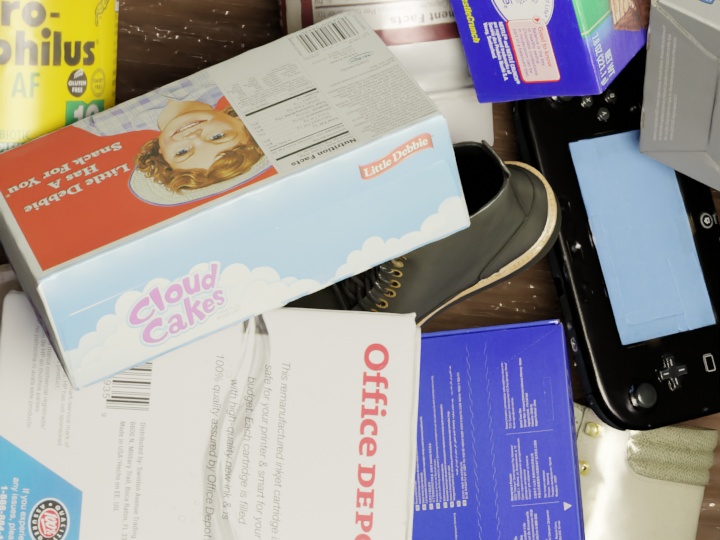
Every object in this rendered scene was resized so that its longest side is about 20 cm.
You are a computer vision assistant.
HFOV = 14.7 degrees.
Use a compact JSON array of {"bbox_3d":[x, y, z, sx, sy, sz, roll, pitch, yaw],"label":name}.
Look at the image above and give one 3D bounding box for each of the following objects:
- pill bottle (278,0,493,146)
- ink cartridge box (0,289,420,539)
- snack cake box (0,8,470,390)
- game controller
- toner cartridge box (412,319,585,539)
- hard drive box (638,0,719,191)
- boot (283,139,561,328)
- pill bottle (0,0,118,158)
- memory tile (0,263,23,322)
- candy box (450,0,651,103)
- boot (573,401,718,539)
[{"bbox_3d":[0.013,-0.158,1.405,0.113,0.114,0.201,-7,99,-16],"label":"pill bottle"},{"bbox_3d":[-0.074,0.095,1.335,0.199,0.084,0.146,3,73,0],"label":"ink cartridge box"},{"bbox_3d":[-0.064,-0.035,1.286,0.199,0.115,0.067,-23,128,-10],"label":"snack cake box"},{"bbox_3d":[0.145,-0.018,1.474,0.104,0.042,0.201,-12,84,-21],"label":"game controller"},{"bbox_3d":[0.068,0.130,1.436,0.094,0.043,0.201,-6,69,8],"label":"toner cartridge box"},{"bbox_3d":[0.221,-0.157,1.414,0.077,0.156,0.201,26,69,14],"label":"hard drive box"},{"bbox_3d":[0.000,0.000,1.391,0.200,0.138,0.078,-38,76,5],"label":"boot"},{"bbox_3d":[-0.172,-0.142,1.352,0.112,0.113,0.201,1,97,-17],"label":"pill bottle"},{"bbox_3d":[-0.153,0.071,1.391,0.199,0.017,0.154,4,74,-2],"label":"memory tile"},{"bbox_3d":[0.110,-0.202,1.379,0.200,0.077,0.170,-48,129,-47],"label":"candy box"},{"bbox_3d":[0.094,0.145,1.494,0.199,0.072,0.156,5,94,-18],"label":"boot"}]
